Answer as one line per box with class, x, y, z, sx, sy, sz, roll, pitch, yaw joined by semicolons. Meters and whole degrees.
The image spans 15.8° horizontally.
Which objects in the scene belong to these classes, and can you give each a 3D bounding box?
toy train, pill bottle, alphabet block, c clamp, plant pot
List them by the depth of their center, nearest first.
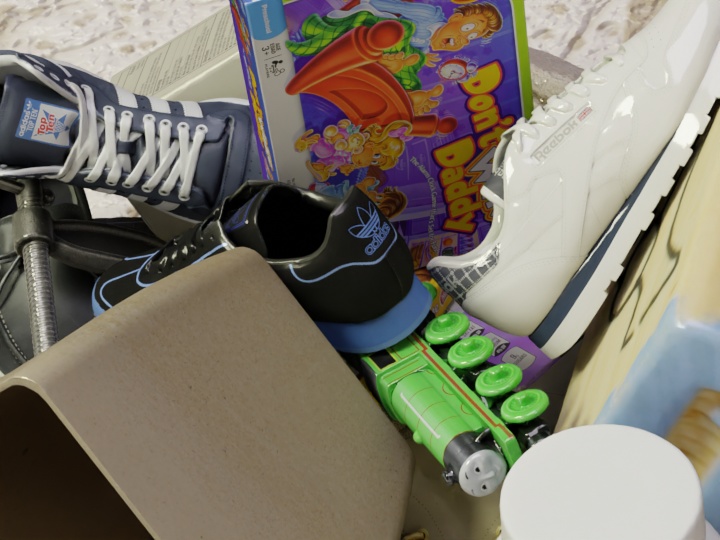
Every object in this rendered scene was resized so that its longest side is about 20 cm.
pill bottle;0.109;0.165;1.118;0.112;0.201;0.113;-5;42;4
plant pot;-0.092;0.107;1.182;0.199;0.200;0.177;-29;12;45
alphabet block;0.211;0.049;1.194;0.196;0.196;0.200;26;48;-4
toy train;0.034;0.050;1.208;0.056;0.042;0.200;-27;29;-10
c clamp;-0.142;0.034;1.326;0.170;0.027;0.201;11;49;-36

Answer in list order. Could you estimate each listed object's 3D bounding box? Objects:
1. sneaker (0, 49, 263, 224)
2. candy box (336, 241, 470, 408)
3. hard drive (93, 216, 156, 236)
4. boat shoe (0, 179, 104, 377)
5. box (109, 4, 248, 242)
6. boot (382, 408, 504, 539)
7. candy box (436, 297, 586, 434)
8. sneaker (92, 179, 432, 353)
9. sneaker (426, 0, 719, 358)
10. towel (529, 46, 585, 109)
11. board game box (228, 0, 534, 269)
sneaker;-0.121;-0.066;1.334;0.199;0.070;0.108;16;6;17
candy box;0.000;0.000;1.344;0.102;0.026;0.200;13;49;27
hard drive;-0.151;0.049;1.411;0.139;0.038;0.201;-3;41;7
boat shoe;-0.173;-0.003;1.399;0.074;0.062;0.201;-10;43;-4
box;-0.045;-0.107;1.423;0.199;0.078;0.095;-29;23;20
boot;0.032;0.144;1.249;0.155;0.073;0.200;23;49;30
candy box;0.069;-0.002;1.403;0.200;0.072;0.168;29;55;34
sneaker;-0.060;-0.006;1.253;0.199;0.078;0.070;-3;38;36
sneaker;0.111;-0.060;1.225;0.080;0.076;0.201;30;91;1
towel;0.112;-0.101;1.461;0.132;0.035;0.200;15;11;-42
board game box;0.014;-0.086;1.264;0.134;0.201;0.045;-18;46;-8
